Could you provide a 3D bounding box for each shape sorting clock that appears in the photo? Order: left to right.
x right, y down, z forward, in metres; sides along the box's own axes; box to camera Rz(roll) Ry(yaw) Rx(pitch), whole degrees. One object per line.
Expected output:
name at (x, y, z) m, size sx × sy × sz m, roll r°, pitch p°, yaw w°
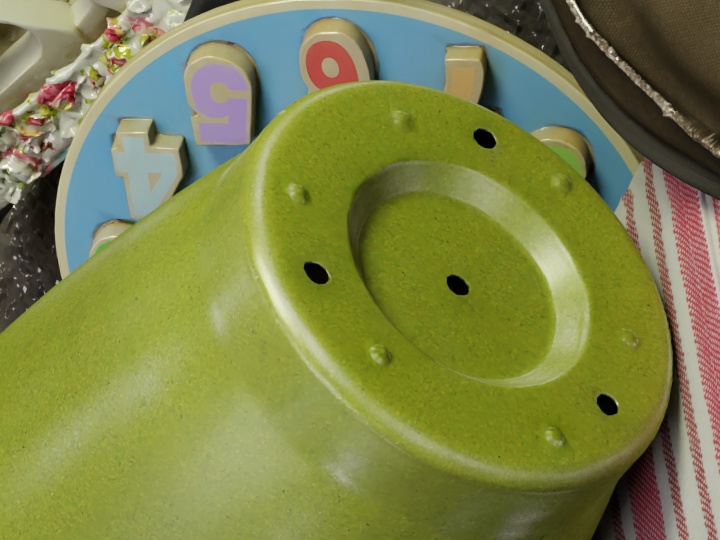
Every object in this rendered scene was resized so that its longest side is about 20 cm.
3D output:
shape sorting clock at (0.000, 0.000, 0.938) m, size 0.200 × 0.039 × 0.200 m, roll 6°, pitch 131°, yaw 7°

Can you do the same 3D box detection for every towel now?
towel at (0.080, 0.063, 0.840) m, size 0.200 × 0.030 × 0.147 m, roll 114°, pitch 159°, yaw -46°

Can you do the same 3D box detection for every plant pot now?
plant pot at (-0.015, 0.054, 0.827) m, size 0.200 × 0.200 × 0.193 m, roll 54°, pitch 133°, yaw 15°

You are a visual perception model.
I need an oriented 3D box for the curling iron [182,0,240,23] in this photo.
curling iron at (-0.035, -0.095, 0.919) m, size 0.026 × 0.050 × 0.200 m, roll 22°, pitch 149°, yaw -13°

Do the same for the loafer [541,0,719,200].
loafer at (0.120, -0.047, 0.749) m, size 0.200 × 0.073 × 0.071 m, roll 43°, pitch 166°, yaw 30°

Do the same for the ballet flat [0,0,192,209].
ballet flat at (-0.100, -0.087, 1.014) m, size 0.200 × 0.064 × 0.076 m, roll -44°, pitch 47°, yaw 23°

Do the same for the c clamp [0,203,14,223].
c clamp at (-0.087, -0.023, 1.033) m, size 0.200 × 0.027 × 0.171 m, roll -45°, pitch 50°, yaw 25°
